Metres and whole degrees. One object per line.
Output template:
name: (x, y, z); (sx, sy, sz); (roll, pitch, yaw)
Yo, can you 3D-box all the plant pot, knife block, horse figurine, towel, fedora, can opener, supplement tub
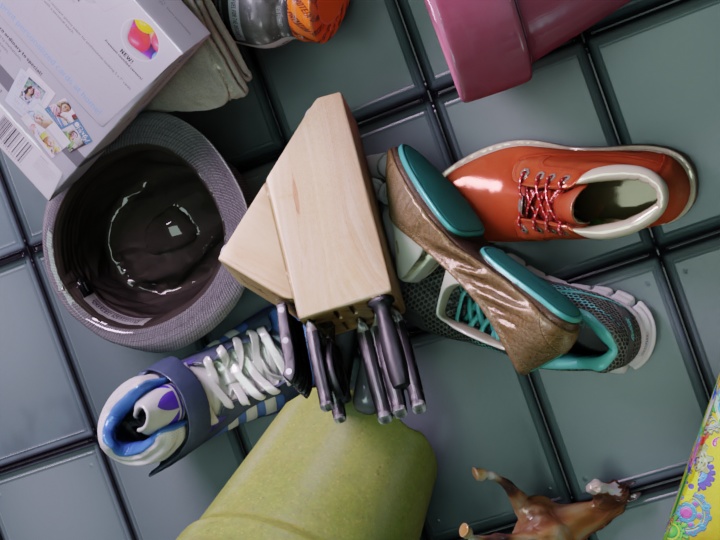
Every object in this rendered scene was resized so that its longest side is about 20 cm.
plant pot: (-0.034, 0.195, 1.192); (0.199, 0.185, 0.201); (16, 140, 14)
plant pot: (0.119, -0.238, 1.100); (0.178, 0.200, 0.201); (-20, 92, 4)
knife block: (0.000, 0.000, 1.137); (0.175, 0.064, 0.201); (28, 81, 16)
horse figurine: (0.110, 0.227, 1.220); (0.050, 0.132, 0.201); (46, 116, 53)
towel: (-0.182, -0.173, 1.189); (0.199, 0.035, 0.133); (0, 134, 31)
fedora: (-0.151, -0.033, 1.263); (0.200, 0.090, 0.177); (-41, 83, 26)
can opener: (0.011, 0.008, 1.198); (0.052, 0.067, 0.201); (9, 74, 6)
supplement tub: (-0.110, -0.235, 1.201); (0.199, 0.122, 0.123); (15, 103, 15)

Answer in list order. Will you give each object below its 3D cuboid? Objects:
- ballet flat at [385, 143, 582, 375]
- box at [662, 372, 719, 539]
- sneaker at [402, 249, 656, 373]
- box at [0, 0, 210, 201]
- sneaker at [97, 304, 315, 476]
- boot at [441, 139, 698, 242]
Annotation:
ballet flat: (0.070, -0.002, 1.141); (0.200, 0.068, 0.072); (46, 112, 22)
box: (0.297, 0.090, 1.077); (0.121, 0.200, 0.194); (19, 105, 14)
sneaker: (0.114, 0.031, 1.185); (0.199, 0.091, 0.078); (10, 101, 17)
box: (-0.218, -0.163, 1.150); (0.156, 0.041, 0.200); (47, 133, -3)
sneaker: (-0.109, 0.091, 1.238); (0.199, 0.146, 0.081); (-27, 90, 20)
boot: (0.135, -0.054, 1.159); (0.199, 0.107, 0.076); (-5, 100, 21)
